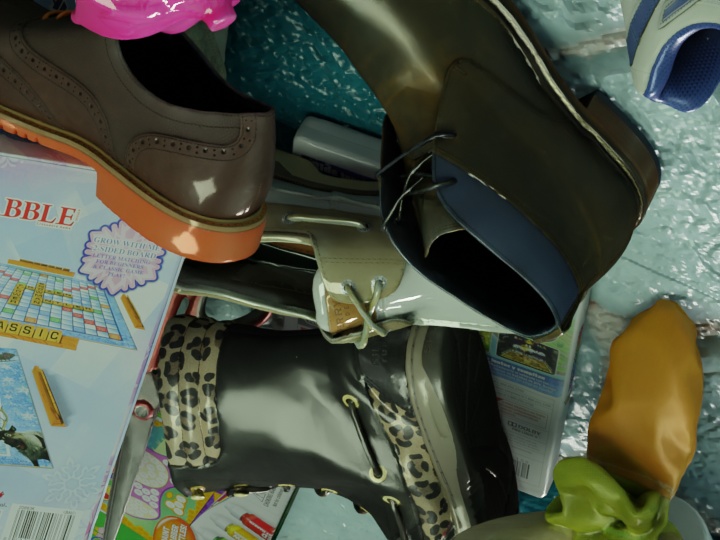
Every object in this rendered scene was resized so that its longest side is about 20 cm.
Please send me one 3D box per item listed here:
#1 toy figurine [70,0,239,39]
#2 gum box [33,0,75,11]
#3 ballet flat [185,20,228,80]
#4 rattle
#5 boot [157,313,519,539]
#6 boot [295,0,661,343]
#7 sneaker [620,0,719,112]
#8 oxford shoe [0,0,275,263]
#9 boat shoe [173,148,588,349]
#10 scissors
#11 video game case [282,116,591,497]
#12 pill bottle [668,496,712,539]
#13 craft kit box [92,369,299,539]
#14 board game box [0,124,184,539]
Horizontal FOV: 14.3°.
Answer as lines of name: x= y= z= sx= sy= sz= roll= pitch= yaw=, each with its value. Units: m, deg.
toy figurine: x=-0.105 y=-0.169 z=1.056 sx=0.183 sy=0.201 sz=0.150 roll=22 pitch=180 yaw=7
gum box: x=-0.219 y=-0.110 z=1.308 sx=0.199 sy=0.045 sz=0.170 roll=7 pitch=140 yaw=26
ballet flat: x=-0.080 y=-0.116 z=1.198 sx=0.067 sy=0.062 sz=0.200 roll=34 pitch=153 yaw=23
rattle: x=0.059 y=0.109 z=1.240 sx=0.199 sy=0.130 sz=0.144 roll=-5 pitch=126 yaw=-17
boot: x=-0.008 y=0.097 z=1.358 sx=0.150 sy=0.073 sz=0.201 roll=3 pitch=134 yaw=18
boot: x=0.033 y=-0.059 z=1.166 sx=0.200 sy=0.097 sz=0.075 roll=37 pitch=143 yaw=-13
sneaker: x=0.175 y=-0.107 z=1.013 sx=0.075 sy=0.089 sz=0.199 roll=12 pitch=164 yaw=-39
oxford shoe: x=-0.106 y=-0.084 z=1.162 sx=0.200 sy=0.071 sz=0.073 roll=34 pitch=123 yaw=25
boat shoe: x=0.000 y=0.000 z=1.253 sx=0.199 sy=0.069 sz=0.075 roll=12 pitch=141 yaw=19
scissors: x=-0.108 y=0.054 z=1.401 sx=0.073 sy=0.014 sz=0.200 roll=29 pitch=121 yaw=-9
video game case: x=0.033 y=0.021 z=1.330 sx=0.142 sy=0.018 sz=0.201 roll=20 pitch=143 yaw=11
pill bottle: x=0.157 y=0.204 z=1.393 sx=0.112 sy=0.113 sz=0.201 roll=1 pitch=135 yaw=31
craft kit box: x=-0.130 y=0.094 z=1.501 sx=0.197 sy=0.049 sz=0.200 roll=28 pitch=143 yaw=4
board game box: x=-0.186 y=0.022 z=1.213 sx=0.199 sy=0.041 sz=0.200 roll=9 pitch=120 yaw=-22
